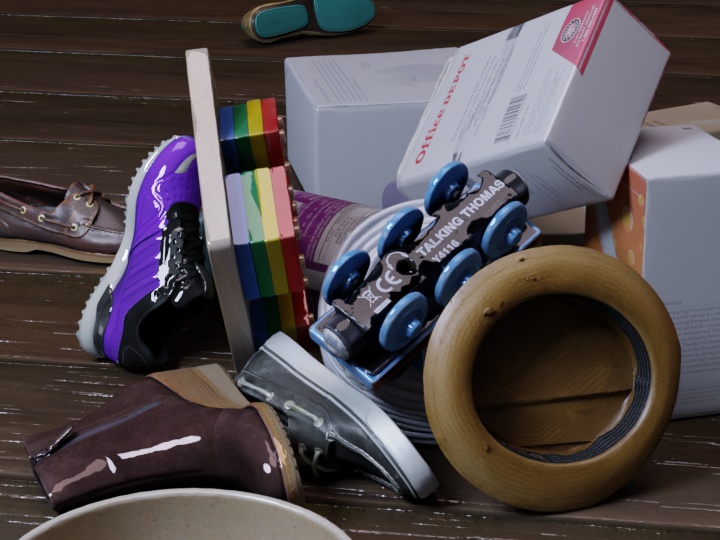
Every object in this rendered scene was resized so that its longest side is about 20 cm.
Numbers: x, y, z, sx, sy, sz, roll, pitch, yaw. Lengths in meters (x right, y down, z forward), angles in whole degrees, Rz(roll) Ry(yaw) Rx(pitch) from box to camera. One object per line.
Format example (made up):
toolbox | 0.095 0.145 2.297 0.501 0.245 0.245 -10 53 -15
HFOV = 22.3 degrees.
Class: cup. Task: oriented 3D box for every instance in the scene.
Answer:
cup | -0.093 0.225 0.955 0.198 0.145 0.201 -1 21 0

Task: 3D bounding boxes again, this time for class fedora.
fedora | 0.129 0.073 1.308 0.198 0.203 0.082 -7 7 -18

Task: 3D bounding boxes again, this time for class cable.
cable | 0.065 0.037 1.416 0.198 0.070 0.202 8 56 8

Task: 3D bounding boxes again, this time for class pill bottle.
pill bottle | 0.000 0.000 1.571 0.198 0.114 0.112 14 25 32

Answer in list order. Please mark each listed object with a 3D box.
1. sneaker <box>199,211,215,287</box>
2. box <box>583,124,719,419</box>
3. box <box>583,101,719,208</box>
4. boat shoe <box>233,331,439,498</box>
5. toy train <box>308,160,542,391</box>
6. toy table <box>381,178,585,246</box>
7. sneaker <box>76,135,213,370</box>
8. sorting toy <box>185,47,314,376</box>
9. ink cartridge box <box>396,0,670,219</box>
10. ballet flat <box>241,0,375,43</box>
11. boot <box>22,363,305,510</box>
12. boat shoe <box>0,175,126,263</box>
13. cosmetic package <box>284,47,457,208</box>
sneaker | -0.138 -0.016 1.670 0.129 0.081 0.199 -13 -8 30
box | 0.242 0.000 1.445 0.096 0.202 0.124 -5 21 -13
box | 0.310 -0.116 1.908 0.198 0.079 0.095 -12 25 -28
boat shoe | -0.021 0.120 1.344 0.064 0.071 0.200 -43 45 -13
toy train | 0.050 0.009 1.326 0.086 0.115 0.200 36 64 28
toy table | 0.120 -0.042 1.614 0.116 0.185 0.200 -27 45 -21
sneaker | -0.154 -0.008 1.516 0.099 0.202 0.069 21 0 37
sorting toy | -0.083 -0.041 1.449 0.069 0.201 0.200 -9 53 -1
ink cartridge box | 0.133 -0.119 1.451 0.199 0.085 0.147 -10 49 55
ballet flat | -0.076 -0.360 2.563 0.198 0.069 0.063 -9 9 -25
boot | -0.142 0.142 1.306 0.165 0.073 0.200 -22 29 -18
boat shoe | -0.279 -0.051 1.768 0.198 0.071 0.070 6 21 12
cosmetic package | 0.031 -0.150 1.938 0.198 0.124 0.200 -3 21 -11
